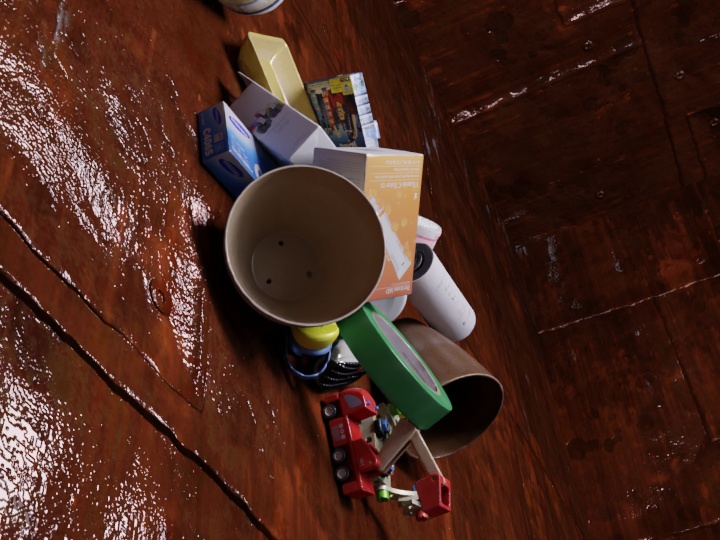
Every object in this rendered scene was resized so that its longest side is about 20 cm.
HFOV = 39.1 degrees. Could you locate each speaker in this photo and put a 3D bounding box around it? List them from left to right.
[{"bbox_3d":[0.123,0.039,1.701,0.200,0.081,0.081,51,23,-47],"label":"speaker"}]

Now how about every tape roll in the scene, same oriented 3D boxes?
[{"bbox_3d":[0.047,0.129,1.411,0.200,0.048,0.200,50,6,-7],"label":"tape roll"}]

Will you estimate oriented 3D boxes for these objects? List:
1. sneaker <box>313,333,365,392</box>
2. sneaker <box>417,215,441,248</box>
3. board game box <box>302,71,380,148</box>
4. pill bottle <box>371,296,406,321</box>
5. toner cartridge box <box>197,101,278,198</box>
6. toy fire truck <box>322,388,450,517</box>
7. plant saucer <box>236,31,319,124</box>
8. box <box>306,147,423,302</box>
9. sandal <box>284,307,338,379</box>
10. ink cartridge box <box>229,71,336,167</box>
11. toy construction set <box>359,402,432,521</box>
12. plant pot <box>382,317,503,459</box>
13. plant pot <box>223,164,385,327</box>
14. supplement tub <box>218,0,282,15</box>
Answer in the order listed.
[{"bbox_3d":[-0.037,0.115,1.468,0.093,0.070,0.200,54,14,13],"label":"sneaker"},{"bbox_3d":[0.030,-0.066,1.723,0.200,0.105,0.075,26,25,10],"label":"sneaker"},{"bbox_3d":[-0.032,-0.238,1.772,0.062,0.200,0.200,-23,105,-33],"label":"board game box"},{"bbox_3d":[0.000,0.000,1.601,0.112,0.112,0.200,61,3,-27],"label":"pill bottle"},{"bbox_3d":[-0.153,-0.135,1.411,0.200,0.043,0.095,50,22,-51],"label":"toner cartridge box"},{"bbox_3d":[0.034,0.243,1.369,0.049,0.141,0.200,43,30,-59],"label":"toy fire truck"},{"bbox_3d":[-0.135,-0.284,1.668,0.200,0.048,0.200,68,16,-4],"label":"plant saucer"},{"bbox_3d":[0.005,-0.066,1.392,0.124,0.097,0.200,-9,107,-49],"label":"box"},{"bbox_3d":[-0.073,0.081,1.378,0.200,0.079,0.087,-88,-171,-70],"label":"sandal"},{"bbox_3d":[-0.118,-0.197,1.476,0.200,0.068,0.115,38,-6,36],"label":"ink cartridge box"},{"bbox_3d":[0.044,0.276,1.479,0.131,0.092,0.200,53,11,-47],"label":"toy construction set"},{"bbox_3d":[0.106,0.175,1.680,0.200,0.187,0.187,55,2,42],"label":"plant pot"},{"bbox_3d":[-0.083,-0.019,1.287,0.134,0.200,0.200,144,-73,-70],"label":"plant pot"},{"bbox_3d":[-0.195,-0.482,1.540,0.200,0.144,0.145,10,61,-73],"label":"supplement tub"}]
